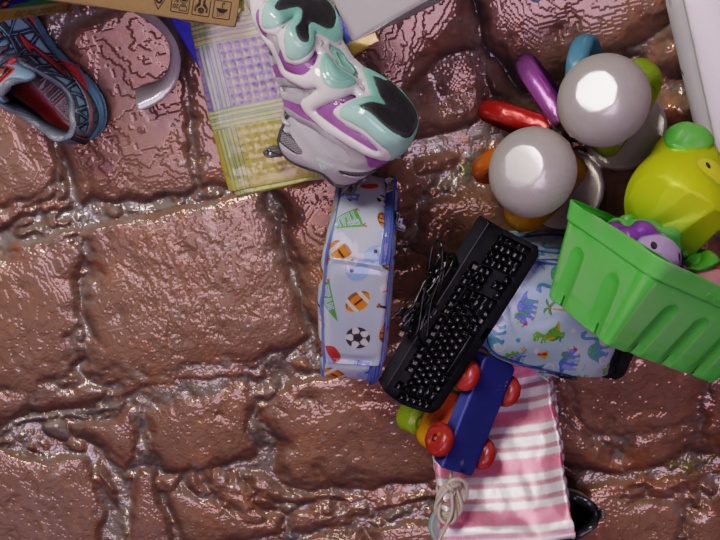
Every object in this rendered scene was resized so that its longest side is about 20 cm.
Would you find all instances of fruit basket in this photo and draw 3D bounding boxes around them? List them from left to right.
[{"bbox_3d":[0.290,-0.025,0.825,0.213,0.156,0.218,-11,120,-20],"label":"fruit basket"}]

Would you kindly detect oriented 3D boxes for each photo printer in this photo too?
[{"bbox_3d":[0.387,-0.231,0.875,0.165,0.070,0.202,-18,110,8],"label":"photo printer"}]

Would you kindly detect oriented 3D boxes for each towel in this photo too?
[{"bbox_3d":[-0.077,-0.170,0.854,0.142,0.023,0.202,-10,113,5],"label":"towel"},{"bbox_3d":[0.147,0.195,0.989,0.145,0.202,0.030,-9,153,12],"label":"towel"}]

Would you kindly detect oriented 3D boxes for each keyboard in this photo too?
[{"bbox_3d":[0.085,0.049,0.861,0.103,0.040,0.201,23,106,-22],"label":"keyboard"}]

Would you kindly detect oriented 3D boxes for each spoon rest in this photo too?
[{"bbox_3d":[-0.214,-0.254,0.864,0.060,0.100,0.201,-13,130,-4],"label":"spoon rest"}]

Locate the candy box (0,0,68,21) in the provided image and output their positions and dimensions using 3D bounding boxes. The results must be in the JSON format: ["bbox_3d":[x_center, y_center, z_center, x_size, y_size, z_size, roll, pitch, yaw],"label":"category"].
[{"bbox_3d":[-0.287,-0.327,0.796,0.076,0.169,0.201,28,109,-6],"label":"candy box"}]

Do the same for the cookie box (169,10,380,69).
[{"bbox_3d":[-0.099,-0.270,0.864,0.170,0.075,0.201,-27,109,11],"label":"cookie box"}]

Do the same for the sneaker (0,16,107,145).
[{"bbox_3d":[-0.333,-0.202,0.883,0.200,0.096,0.079,42,106,-14],"label":"sneaker"}]

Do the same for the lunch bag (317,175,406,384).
[{"bbox_3d":[0.000,0.000,0.925,0.075,0.161,0.202,8,117,0],"label":"lunch bag"}]

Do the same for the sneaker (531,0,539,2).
[{"bbox_3d":[0.194,-0.332,0.815,0.082,0.074,0.200,33,119,-12],"label":"sneaker"}]

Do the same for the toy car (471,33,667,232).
[{"bbox_3d":[0.192,-0.141,0.883,0.200,0.175,0.150,-46,68,16],"label":"toy car"}]

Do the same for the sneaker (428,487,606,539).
[{"bbox_3d":[0.178,0.278,1.031,0.198,0.140,0.079,-9,77,-2],"label":"sneaker"}]

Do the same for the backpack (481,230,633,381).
[{"bbox_3d":[0.198,0.032,0.952,0.198,0.154,0.165,18,115,6],"label":"backpack"}]

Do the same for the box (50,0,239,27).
[{"bbox_3d":[-0.184,-0.293,0.737,0.198,0.021,0.165,2,117,-24],"label":"box"}]

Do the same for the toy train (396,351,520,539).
[{"bbox_3d":[0.079,0.175,0.968,0.084,0.115,0.202,24,88,-38],"label":"toy train"}]

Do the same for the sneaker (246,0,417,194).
[{"bbox_3d":[-0.056,-0.153,0.802,0.201,0.078,0.140,52,135,3],"label":"sneaker"}]

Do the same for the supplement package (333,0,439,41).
[{"bbox_3d":[0.022,-0.324,0.783,0.119,0.121,0.202,-16,104,44],"label":"supplement package"}]
